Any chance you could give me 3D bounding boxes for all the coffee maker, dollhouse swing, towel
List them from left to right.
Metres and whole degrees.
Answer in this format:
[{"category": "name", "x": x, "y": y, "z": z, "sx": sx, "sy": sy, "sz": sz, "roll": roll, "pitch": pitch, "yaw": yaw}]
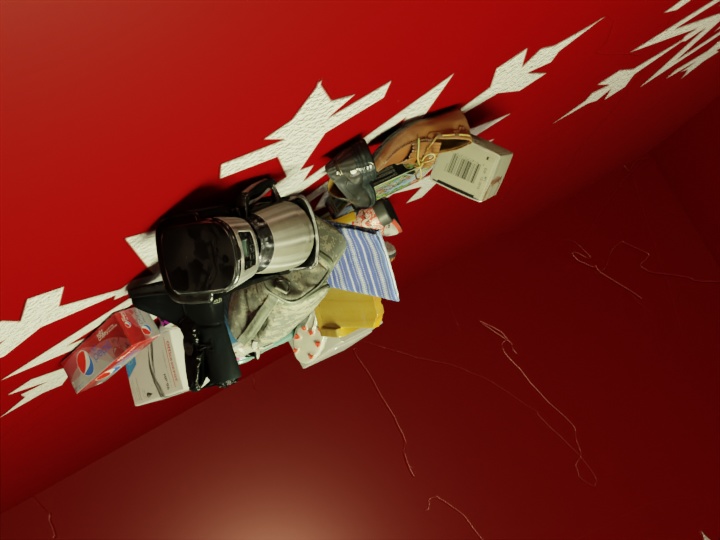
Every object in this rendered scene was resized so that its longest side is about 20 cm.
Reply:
[{"category": "coffee maker", "x": -0.180, "y": -0.023, "z": 1.356, "sx": 0.191, "sy": 0.136, "sz": 0.199, "roll": -33, "pitch": 172, "yaw": 33}, {"category": "towel", "x": -0.038, "y": -0.020, "z": 1.610, "sx": 0.198, "sy": 0.146, "sz": 0.024, "roll": 11, "pitch": -135, "yaw": 33}, {"category": "dollhouse swing", "x": 0.000, "y": 0.000, "z": 1.753, "sx": 0.174, "sy": 0.203, "sz": 0.181, "roll": -8, "pitch": -171, "yaw": 37}]

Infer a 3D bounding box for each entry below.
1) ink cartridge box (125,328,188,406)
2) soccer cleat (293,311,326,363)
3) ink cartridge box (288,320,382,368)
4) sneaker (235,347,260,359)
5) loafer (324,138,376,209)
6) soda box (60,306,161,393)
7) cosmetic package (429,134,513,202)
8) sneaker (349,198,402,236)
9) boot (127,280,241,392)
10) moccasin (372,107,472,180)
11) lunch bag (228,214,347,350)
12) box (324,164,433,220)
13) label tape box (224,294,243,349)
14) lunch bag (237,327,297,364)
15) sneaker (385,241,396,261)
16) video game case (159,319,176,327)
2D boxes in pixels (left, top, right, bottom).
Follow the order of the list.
[{"category": "ink cartridge box", "x": -0.356, "y": 0.175, "z": 1.878, "sx": 0.199, "sy": 0.118, "sz": 0.067, "roll": -21, "pitch": 172, "yaw": 39}, {"category": "soccer cleat", "x": -0.085, "y": 0.091, "z": 1.994, "sx": 0.078, "sy": 0.069, "sz": 0.202, "roll": -39, "pitch": 145, "yaw": -66}, {"category": "ink cartridge box", "x": -0.084, "y": 0.077, "z": 2.124, "sx": 0.147, "sy": 0.202, "sz": 0.144, "roll": -20, "pitch": 168, "yaw": -49}, {"category": "sneaker", "x": -0.238, "y": 0.121, "z": 1.827, "sx": 0.073, "sy": 0.081, "sz": 0.199, "roll": 10, "pitch": 177, "yaw": 37}, {"category": "loafer", "x": -0.018, "y": -0.138, "z": 1.518, "sx": 0.071, "sy": 0.074, "sz": 0.200, "roll": -21, "pitch": 162, "yaw": -5}, {"category": "soda box", "x": -0.427, "y": 0.134, "z": 1.695, "sx": 0.199, "sy": 0.064, "sz": 0.070, "roll": -37, "pitch": 171, "yaw": 37}, {"category": "cosmetic package", "x": 0.193, "y": -0.181, "z": 1.718, "sx": 0.088, "sy": 0.102, "sz": 0.200, "roll": -68, "pitch": 168, "yaw": 13}, {"category": "sneaker", "x": 0.017, "y": -0.090, "z": 1.962, "sx": 0.107, "sy": 0.068, "sz": 0.201, "roll": -26, "pitch": 174, "yaw": 8}, {"category": "boot", "x": -0.266, "y": 0.097, "z": 1.493, "sx": 0.198, "sy": 0.171, "sz": 0.076, "roll": -5, "pitch": -174, "yaw": 40}, {"category": "moccasin", "x": 0.097, "y": -0.190, "z": 1.551, "sx": 0.200, "sy": 0.078, "sz": 0.074, "roll": -24, "pitch": 170, "yaw": -42}, {"category": "lunch bag", "x": -0.127, "y": 0.019, "z": 1.564, "sx": 0.169, "sy": 0.138, "sz": 0.200, "roll": -61, "pitch": -173, "yaw": -35}, {"category": "box", "x": 0.042, "y": -0.157, "z": 1.719, "sx": 0.199, "sy": 0.035, "sz": 0.110, "roll": -27, "pitch": 172, "yaw": -28}, {"category": "label tape box", "x": -0.220, "y": 0.058, "z": 1.685, "sx": 0.063, "sy": 0.145, "sz": 0.199, "roll": -33, "pitch": 172, "yaw": 28}, {"category": "lunch bag", "x": -0.227, "y": 0.116, "z": 2.013, "sx": 0.199, "sy": 0.078, "sz": 0.159, "roll": -29, "pitch": -147, "yaw": -34}, {"category": "sneaker", "x": -0.001, "y": -0.001, "z": 2.000, "sx": 0.077, "sy": 0.114, "sz": 0.199, "roll": -17, "pitch": -166, "yaw": -42}, {"category": "video game case", "x": -0.267, "y": 0.048, "z": 1.862, "sx": 0.180, "sy": 0.036, "sz": 0.200, "roll": -31, "pitch": 173, "yaw": 6}]
